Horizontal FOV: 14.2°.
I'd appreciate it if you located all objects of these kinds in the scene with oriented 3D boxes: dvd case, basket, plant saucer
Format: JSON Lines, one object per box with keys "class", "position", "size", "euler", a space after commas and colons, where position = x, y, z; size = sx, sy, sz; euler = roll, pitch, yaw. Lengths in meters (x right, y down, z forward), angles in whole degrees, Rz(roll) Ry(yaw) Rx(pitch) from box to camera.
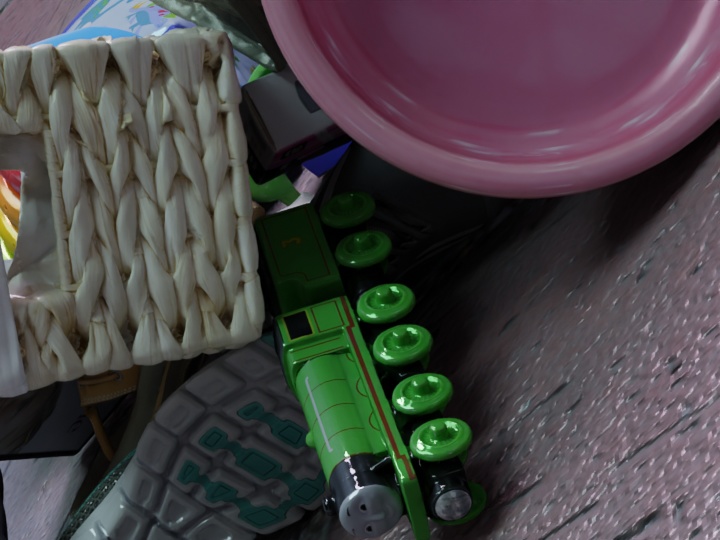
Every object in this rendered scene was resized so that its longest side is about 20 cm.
{"class": "dvd case", "position": [-0.135, 0.035, 1.369], "size": [0.143, 0.018, 0.200], "euler": [-50, -14, 10]}
{"class": "basket", "position": [-0.110, -0.027, 1.148], "size": [0.200, 0.123, 0.136], "euler": [-155, 58, -83]}
{"class": "plant saucer", "position": [0.060, -0.125, 1.071], "size": [0.201, 0.200, 0.051], "euler": [-53, -2, -2]}

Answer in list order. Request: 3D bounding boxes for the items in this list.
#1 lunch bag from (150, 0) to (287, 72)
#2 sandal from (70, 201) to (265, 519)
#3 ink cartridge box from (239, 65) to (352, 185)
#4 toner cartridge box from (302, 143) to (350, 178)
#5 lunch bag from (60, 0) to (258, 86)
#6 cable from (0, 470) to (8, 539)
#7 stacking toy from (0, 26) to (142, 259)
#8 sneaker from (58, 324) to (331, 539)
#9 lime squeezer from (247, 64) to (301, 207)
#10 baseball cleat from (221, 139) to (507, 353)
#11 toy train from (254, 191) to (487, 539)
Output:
{"class": "lunch bag", "position": [-0.051, -0.205, 1.112], "size": [0.118, 0.200, 0.164], "euler": [32, 75, 36]}
{"class": "sandal", "position": [-0.099, 0.036, 1.327], "size": [0.200, 0.054, 0.080], "euler": [-64, -1, 40]}
{"class": "ink cartridge box", "position": [0.041, -0.097, 1.203], "size": [0.200, 0.037, 0.095], "euler": [-28, -3, -8]}
{"class": "toner cartridge box", "position": [0.022, -0.146, 1.453], "size": [0.095, 0.043, 0.200], "euler": [-30, 28, 49]}
{"class": "lunch bag", "position": [-0.138, -0.056, 1.549], "size": [0.200, 0.127, 0.170], "euler": [-39, 19, 9]}
{"class": "cable", "position": [-0.162, 0.167, 1.186], "size": [0.163, 0.051, 0.200], "euler": [169, 103, -85]}
{"class": "stacking toy", "position": [-0.143, -0.011, 1.429], "size": [0.110, 0.116, 0.200], "euler": [-29, -34, -44]}
{"class": "sneaker", "position": [-0.067, 0.081, 1.183], "size": [0.200, 0.078, 0.091], "euler": [-44, 15, 20]}
{"class": "lime squeezer", "position": [-0.024, -0.068, 1.280], "size": [0.038, 0.071, 0.200], "euler": [60, 151, 32]}
{"class": "baseball cleat", "position": [0.000, 0.000, 1.201], "size": [0.106, 0.070, 0.200], "euler": [-67, 12, -25]}
{"class": "toy train", "position": [-0.001, 0.033, 1.069], "size": [0.056, 0.042, 0.200], "euler": [-16, 34, -3]}
